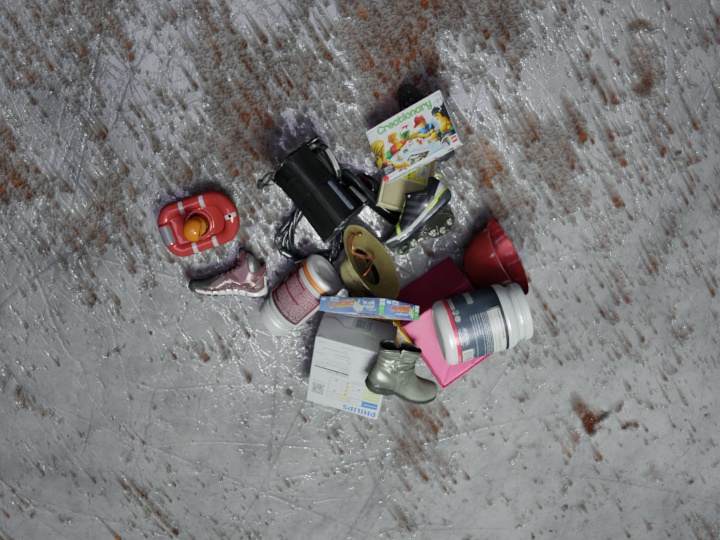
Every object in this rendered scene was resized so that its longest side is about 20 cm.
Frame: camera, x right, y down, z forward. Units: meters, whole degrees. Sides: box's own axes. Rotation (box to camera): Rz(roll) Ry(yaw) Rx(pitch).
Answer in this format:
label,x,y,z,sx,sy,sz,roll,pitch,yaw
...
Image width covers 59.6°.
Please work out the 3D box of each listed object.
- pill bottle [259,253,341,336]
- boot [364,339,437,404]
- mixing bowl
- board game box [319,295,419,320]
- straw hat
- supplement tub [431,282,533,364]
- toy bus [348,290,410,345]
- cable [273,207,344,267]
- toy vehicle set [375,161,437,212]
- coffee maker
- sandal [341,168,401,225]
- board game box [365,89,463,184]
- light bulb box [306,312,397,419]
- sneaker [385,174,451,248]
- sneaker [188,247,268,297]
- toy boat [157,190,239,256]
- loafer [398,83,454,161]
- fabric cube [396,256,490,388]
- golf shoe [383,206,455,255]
label,x,y,z,sx,sy,sz,roll,pitch,yaw
pill bottle,-0.150,0.064,1.534,0.199,0.115,0.114,-40,106,22
boot,0.114,0.231,1.442,0.195,0.068,0.133,13,120,-22
mixing bowl,0.320,-0.009,1.544,0.107,0.202,0.202,-30,108,26
board game box,0.019,0.087,1.440,0.134,0.196,0.036,15,79,-50
straw hat,0.000,0.000,1.480,0.084,0.203,0.202,-32,109,29
supplement tub,0.264,0.114,1.379,0.194,0.141,0.144,-15,107,-1
toy bus,0.050,0.126,1.609,0.077,0.065,0.202,-35,106,6
cable,-0.106,-0.090,1.540,0.162,0.051,0.201,40,98,-14
toy vehicle set,0.117,-0.239,1.492,0.121,0.026,0.206,14,84,-10
coffee maker,-0.105,-0.168,1.434,0.191,0.135,0.201,-40,89,-12
sandal,0.031,-0.186,1.524,0.199,0.075,0.049,39,75,-21
board game box,0.120,-0.299,1.421,0.196,0.034,0.130,-25,81,21
light bulb box,-0.022,0.231,1.560,0.192,0.126,0.205,14,121,4
sneaker,0.122,-0.137,1.449,0.199,0.072,0.083,-43,81,3
sneaker,-0.321,0.000,1.543,0.194,0.076,0.120,3,101,-17
toy boat,-0.380,-0.104,1.469,0.194,0.131,0.134,-18,108,1
loafer,0.154,-0.344,1.467,0.068,0.070,0.204,-37,77,37
fabric cube,0.211,0.125,1.554,0.197,0.200,0.198,-34,108,5
golf shoe,0.142,-0.106,1.551,0.196,0.088,0.079,-26,102,-21
